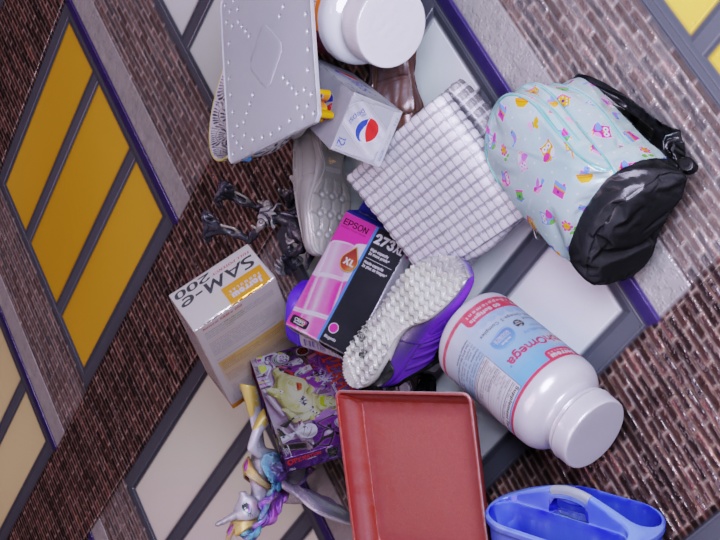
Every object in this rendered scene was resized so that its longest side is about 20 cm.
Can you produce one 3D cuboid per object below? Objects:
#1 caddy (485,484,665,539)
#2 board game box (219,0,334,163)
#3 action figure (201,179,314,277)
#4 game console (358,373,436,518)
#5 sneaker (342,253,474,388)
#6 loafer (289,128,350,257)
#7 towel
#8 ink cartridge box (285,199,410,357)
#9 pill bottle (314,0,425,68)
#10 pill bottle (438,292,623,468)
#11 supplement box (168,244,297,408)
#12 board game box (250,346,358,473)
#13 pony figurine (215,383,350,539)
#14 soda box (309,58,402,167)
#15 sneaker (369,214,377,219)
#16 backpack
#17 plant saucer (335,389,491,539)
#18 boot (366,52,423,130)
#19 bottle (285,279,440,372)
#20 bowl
[{"bbox_3d":[0.219,0.272,1.382,0.199,0.140,0.106,7,105,50],"label":"caddy"},{"bbox_3d":[-0.097,-0.239,1.519,0.199,0.026,0.203,-17,74,55],"label":"board game box"},{"bbox_3d":[-0.101,-0.060,1.769,0.197,0.102,0.120,13,77,11],"label":"action figure"},{"bbox_3d":[0.033,0.229,1.629,0.175,0.116,0.203,9,103,42],"label":"game console"},{"bbox_3d":[0.071,0.061,1.523,0.200,0.099,0.070,-47,49,27],"label":"sneaker"},{"bbox_3d":[-0.054,-0.111,1.705,0.070,0.069,0.203,-23,59,51],"label":"loafer"},{"bbox_3d":[0.099,-0.095,1.486,0.166,0.085,0.200,51,143,0],"label":"towel"},{"bbox_3d":[0.000,0.000,1.595,0.094,0.037,0.201,25,79,23],"label":"ink cartridge box"},{"bbox_3d":[-0.019,-0.295,1.527,0.200,0.108,0.111,32,121,52],"label":"pill bottle"},{"bbox_3d":[0.180,0.117,1.429,0.200,0.108,0.110,40,126,41],"label":"pill bottle"},{"bbox_3d":[-0.158,0.076,1.774,0.074,0.125,0.201,48,165,34],"label":"supplement box"},{"bbox_3d":[-0.061,0.164,1.694,0.201,0.119,0.033,-118,20,-53],"label":"board game box"},{"bbox_3d":[-0.099,0.264,1.779,0.165,0.192,0.203,1,78,49],"label":"pony figurine"},{"bbox_3d":[-0.019,-0.180,1.511,0.069,0.063,0.200,-67,22,12],"label":"soda box"},{"bbox_3d":[-0.005,0.025,1.685,0.087,0.074,0.201,54,135,23],"label":"sneaker"},{"bbox_3d":[0.215,-0.104,1.331,0.201,0.125,0.168,57,139,33],"label":"backpack"},{"bbox_3d":[0.065,0.229,1.494,0.198,0.036,0.202,-4,95,44],"label":"plant saucer"},{"bbox_3d":[0.017,-0.256,1.616,0.185,0.064,0.203,-2,92,53],"label":"boot"},{"bbox_3d":[0.006,0.072,1.631,0.198,0.065,0.084,15,121,23],"label":"bottle"},{"bbox_3d":[-0.109,-0.220,1.686,0.201,0.093,0.203,-47,35,48],"label":"bowl"}]
